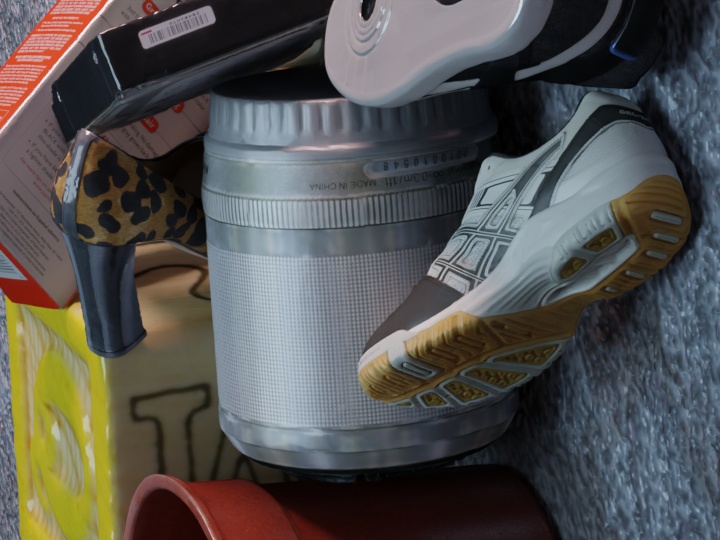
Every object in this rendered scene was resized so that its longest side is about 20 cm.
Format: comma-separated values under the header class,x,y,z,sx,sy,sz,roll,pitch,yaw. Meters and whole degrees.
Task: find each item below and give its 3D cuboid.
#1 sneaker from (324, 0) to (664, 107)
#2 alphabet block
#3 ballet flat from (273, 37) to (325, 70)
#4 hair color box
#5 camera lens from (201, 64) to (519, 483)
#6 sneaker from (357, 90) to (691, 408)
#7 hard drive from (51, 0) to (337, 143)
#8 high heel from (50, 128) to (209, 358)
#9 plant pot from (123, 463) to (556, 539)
class,x,y,z,sx,sy,sz,roll,pitch,yaw
sneaker,0.071,-0.108,1.355,0.200,0.111,0.074,-4,79,62
alphabet block,-0.084,0.090,1.692,0.195,0.199,0.198,-150,55,-61
ballet flat,-0.025,-0.135,1.643,0.071,0.070,0.201,-125,34,-47
hair color box,-0.153,-0.086,1.633,0.061,0.200,0.102,7,143,54
camera lens,0.000,0.000,1.508,0.160,0.159,0.201,-158,62,-64
sneaker,0.074,-0.008,1.392,0.200,0.075,0.088,-37,52,29
hard drive,-0.083,-0.115,1.505,0.038,0.139,0.200,68,165,-1
high heel,-0.092,-0.064,1.546,0.071,0.200,0.143,20,140,23
plant pot,-0.003,0.192,1.539,0.201,0.194,0.202,171,90,-67
